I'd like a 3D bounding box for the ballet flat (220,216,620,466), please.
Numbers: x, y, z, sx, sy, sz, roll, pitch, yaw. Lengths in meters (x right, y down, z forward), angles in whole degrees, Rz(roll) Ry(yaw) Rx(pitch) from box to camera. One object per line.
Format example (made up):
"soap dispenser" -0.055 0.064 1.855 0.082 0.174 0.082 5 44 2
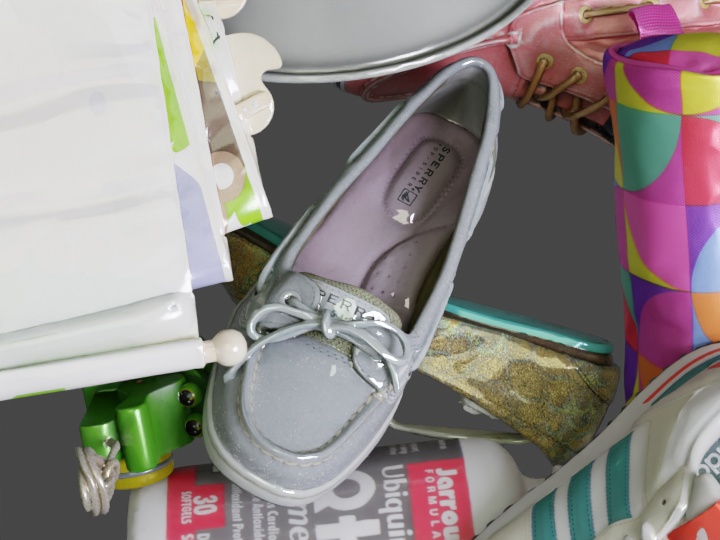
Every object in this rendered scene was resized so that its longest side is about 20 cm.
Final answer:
"ballet flat" 0.008 0.029 0.868 0.199 0.071 0.071 21 82 4

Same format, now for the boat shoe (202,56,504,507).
"boat shoe" 0.002 0.000 0.800 0.074 0.065 0.202 29 55 6

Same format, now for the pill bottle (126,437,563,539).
"pill bottle" 0.011 0.125 0.827 0.198 0.111 0.112 -6 81 0

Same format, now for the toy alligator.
"toy alligator" -0.080 0.052 0.800 0.054 0.200 0.060 -11 103 -4

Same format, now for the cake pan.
"cake pan" -0.017 -0.150 0.848 0.199 0.037 0.201 -2 42 1

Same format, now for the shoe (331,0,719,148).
"shoe" 0.089 -0.088 0.879 0.199 0.072 0.092 -18 78 -6

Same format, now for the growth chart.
"growth chart" -0.099 -0.052 0.752 0.144 0.018 0.202 -3 86 -10

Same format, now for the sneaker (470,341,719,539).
"sneaker" 0.097 0.102 0.735 0.200 0.093 0.070 -44 98 -12

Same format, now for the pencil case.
"pencil case" 0.141 -0.002 0.828 0.088 0.088 0.201 -4 106 0
